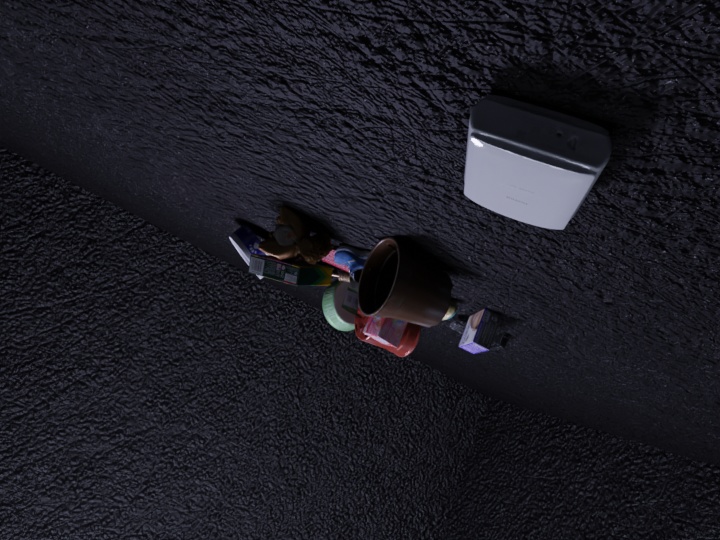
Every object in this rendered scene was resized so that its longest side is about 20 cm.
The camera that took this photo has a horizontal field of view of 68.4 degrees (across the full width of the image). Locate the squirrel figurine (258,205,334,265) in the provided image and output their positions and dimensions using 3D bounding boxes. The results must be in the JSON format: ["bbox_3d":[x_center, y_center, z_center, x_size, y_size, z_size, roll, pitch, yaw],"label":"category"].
[{"bbox_3d":[-0.181,-0.078,1.579,0.194,0.146,0.187,25,175,6],"label":"squirrel figurine"}]

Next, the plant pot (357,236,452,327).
[{"bbox_3d":[0.121,0.047,1.371,0.193,0.208,0.198,21,171,-25],"label":"plant pot"}]

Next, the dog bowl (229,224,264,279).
[{"bbox_3d":[-0.414,-0.073,2.030,0.201,0.078,0.201,48,167,15],"label":"dog bowl"}]

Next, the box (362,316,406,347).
[{"bbox_3d":[0.102,0.136,1.746,0.093,0.206,0.101,30,166,-28],"label":"box"}]

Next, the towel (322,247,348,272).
[{"bbox_3d":[-0.101,-0.054,1.797,0.141,0.023,0.201,23,167,22],"label":"towel"}]

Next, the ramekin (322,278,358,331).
[{"bbox_3d":[-0.043,0.126,2.039,0.195,0.206,0.097,27,161,-17],"label":"ramekin"}]

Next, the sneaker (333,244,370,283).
[{"bbox_3d":[-0.019,-0.017,1.608,0.196,0.092,0.078,12,164,47],"label":"sneaker"}]

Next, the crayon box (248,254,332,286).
[{"bbox_3d":[-0.208,0.000,1.593,0.194,0.061,0.170,14,-175,31],"label":"crayon box"}]

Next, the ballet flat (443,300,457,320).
[{"bbox_3d":[0.252,0.122,1.717,0.069,0.073,0.200,25,171,-7],"label":"ballet flat"}]

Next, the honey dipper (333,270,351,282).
[{"bbox_3d":[-0.126,0.010,2.000,0.192,0.039,0.038,11,166,15],"label":"honey dipper"}]

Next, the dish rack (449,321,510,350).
[{"bbox_3d":[0.409,0.217,1.846,0.194,0.056,0.154,27,167,3],"label":"dish rack"}]

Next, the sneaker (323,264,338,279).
[{"bbox_3d":[-0.176,0.023,2.078,0.191,0.063,0.104,-8,170,6],"label":"sneaker"}]

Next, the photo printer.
[{"bbox_3d":[0.213,-0.126,0.683,0.161,0.072,0.201,22,168,14],"label":"photo printer"}]

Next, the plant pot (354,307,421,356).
[{"bbox_3d":[0.092,0.199,1.953,0.190,0.209,0.198,16,175,-33],"label":"plant pot"}]

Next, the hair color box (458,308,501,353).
[{"bbox_3d":[0.372,0.194,1.666,0.063,0.113,0.200,24,168,2],"label":"hair color box"}]
